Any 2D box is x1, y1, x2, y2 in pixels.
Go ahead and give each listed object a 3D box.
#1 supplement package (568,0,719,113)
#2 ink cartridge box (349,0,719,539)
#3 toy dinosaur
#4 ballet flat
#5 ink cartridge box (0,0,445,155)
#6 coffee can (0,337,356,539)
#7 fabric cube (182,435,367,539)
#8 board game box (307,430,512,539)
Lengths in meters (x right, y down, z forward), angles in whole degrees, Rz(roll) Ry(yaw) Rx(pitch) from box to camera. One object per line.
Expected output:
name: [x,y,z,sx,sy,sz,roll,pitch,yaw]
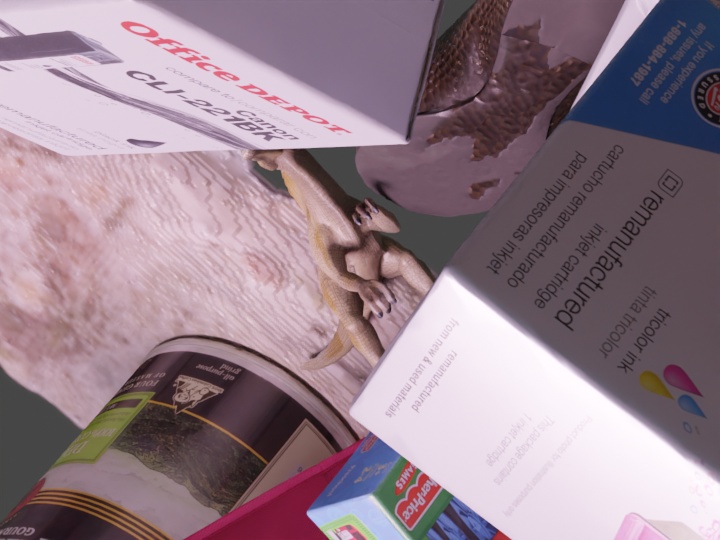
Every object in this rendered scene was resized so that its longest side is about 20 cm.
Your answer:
supplement package: [0.147,-0.021,0.804,0.156,0.111,0.200,34,144,8]
ink cartridge box: [0.122,0.037,0.670,0.200,0.145,0.085,38,142,3]
toy dinosaur: [0.000,0.000,1.015,0.101,0.058,0.200,45,165,31]
ballet flat: [0.052,-0.076,0.894,0.067,0.046,0.200,21,151,-10]
ink cartridge box: [-0.087,-0.104,0.890,0.200,0.084,0.144,0,163,44]
coffee can: [-0.102,0.150,1.128,0.146,0.200,0.147,24,140,21]
fabric cube: [0.049,0.191,0.977,0.196,0.200,0.199,63,173,-30]
board game box: [0.092,0.095,0.752,0.037,0.151,0.200,-21,114,49]
